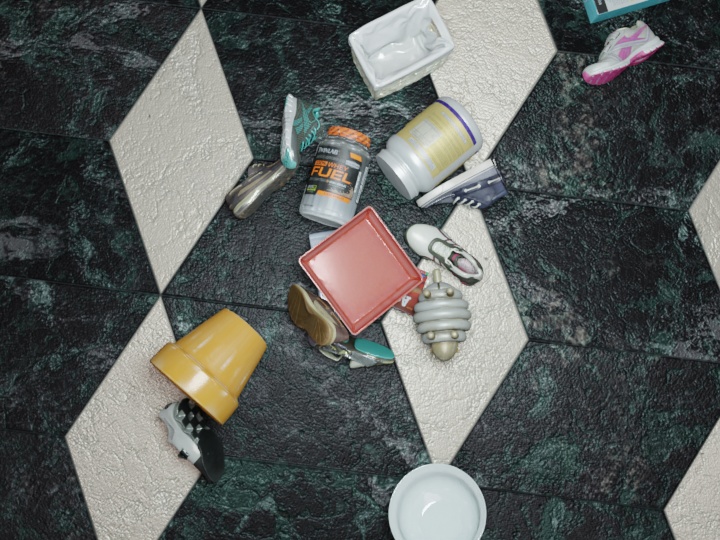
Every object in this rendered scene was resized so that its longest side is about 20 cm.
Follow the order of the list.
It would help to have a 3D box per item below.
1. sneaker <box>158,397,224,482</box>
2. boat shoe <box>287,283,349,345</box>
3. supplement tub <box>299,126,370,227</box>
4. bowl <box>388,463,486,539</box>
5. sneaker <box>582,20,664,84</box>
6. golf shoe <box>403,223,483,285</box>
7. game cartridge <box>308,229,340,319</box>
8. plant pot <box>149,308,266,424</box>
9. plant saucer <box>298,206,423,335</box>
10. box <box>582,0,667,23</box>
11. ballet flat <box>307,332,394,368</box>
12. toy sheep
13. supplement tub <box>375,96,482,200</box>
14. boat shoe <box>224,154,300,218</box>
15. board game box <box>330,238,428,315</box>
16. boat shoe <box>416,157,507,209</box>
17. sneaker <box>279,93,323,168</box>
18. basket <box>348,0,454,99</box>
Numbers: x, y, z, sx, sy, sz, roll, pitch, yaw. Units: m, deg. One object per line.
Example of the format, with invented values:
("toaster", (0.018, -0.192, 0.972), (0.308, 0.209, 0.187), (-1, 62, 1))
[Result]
("sneaker", (-0.365, 0.369, 1.379), (0.088, 0.074, 0.200), (-19, 102, 27))
("boat shoe", (-0.090, 0.094, 1.362), (0.072, 0.200, 0.072), (5, 112, -37))
("supplement tub", (-0.050, -0.201, 1.390), (0.122, 0.123, 0.201), (15, 86, 1))
("bowl", (0.164, 0.516, 1.338), (0.200, 0.090, 0.202), (-7, 55, 9))
("sneaker", (0.577, -0.492, 1.441), (0.200, 0.081, 0.088), (-30, 85, -11))
("golf shoe", (0.187, -0.044, 1.399), (0.200, 0.088, 0.077), (33, 88, 3))
("game cartridge", (-0.035, 0.007, 1.420), (0.133, 0.040, 0.201), (-10, 86, -5))
("plant pot", (-0.302, 0.187, 1.339), (0.200, 0.200, 0.183), (40, 71, 2))
("plant saucer", (0.000, 0.000, 1.359), (0.199, 0.037, 0.200), (-38, 96, -14))
("box", (0.615, -0.638, 1.461), (0.199, 0.049, 0.083), (-16, 86, -1))
("ballet flat", (-0.025, 0.174, 1.400), (0.200, 0.072, 0.072), (22, 86, 1))
("toy sheep", (0.174, 0.093, 1.367), (0.137, 0.138, 0.201), (0, 78, 0))
("supplement tub", (0.147, -0.262, 1.384), (0.200, 0.145, 0.146), (-39, 87, -3))
("boat shoe", (-0.219, -0.204, 1.414), (0.200, 0.075, 0.073), (-44, 82, -9))
("board game box", (0.043, 0.015, 1.396), (0.199, 0.019, 0.103), (23, 81, -11))
("boat shoe", (0.230, -0.165, 1.414), (0.200, 0.075, 0.093), (-28, 93, 5))
("sneaker", (-0.126, -0.304, 1.397), (0.091, 0.078, 0.201), (7, 59, -11))
("basket", (0.087, -0.482, 1.411), (0.200, 0.123, 0.136), (-28, 87, -1))
